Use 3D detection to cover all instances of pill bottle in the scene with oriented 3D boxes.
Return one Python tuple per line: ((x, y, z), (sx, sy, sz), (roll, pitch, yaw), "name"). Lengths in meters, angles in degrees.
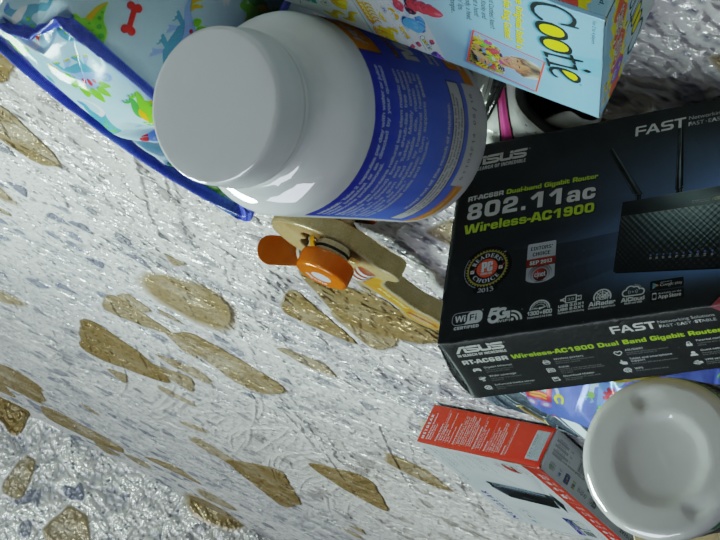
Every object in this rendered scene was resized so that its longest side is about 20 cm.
((0.238, 0.136, 1.238), (0.113, 0.113, 0.200), (19, -179, 23), "pill bottle")
((-0.022, -0.085, 0.955), (0.112, 0.112, 0.200), (15, -173, 31), "pill bottle")

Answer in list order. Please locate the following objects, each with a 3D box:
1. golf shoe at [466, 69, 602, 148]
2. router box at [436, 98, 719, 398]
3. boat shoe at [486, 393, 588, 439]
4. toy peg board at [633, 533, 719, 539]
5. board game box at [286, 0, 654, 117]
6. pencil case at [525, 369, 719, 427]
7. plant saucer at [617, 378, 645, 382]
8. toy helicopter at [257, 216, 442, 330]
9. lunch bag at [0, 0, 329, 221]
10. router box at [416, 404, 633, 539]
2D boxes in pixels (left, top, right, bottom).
((0.114, -0.084, 1.088), (0.092, 0.073, 0.200), (12, 157, 34), "golf shoe")
((0.151, -0.014, 0.996), (0.200, 0.150, 0.062), (-9, 140, 24), "router box")
((0.184, 0.111, 1.541), (0.200, 0.071, 0.091), (32, 164, 7), "boat shoe")
((0.329, 0.248, 1.349), (0.199, 0.201, 0.098), (-11, 169, 19), "toy peg board")
((0.051, -0.176, 0.872), (0.200, 0.103, 0.105), (23, 162, 14), "board game box")
((0.230, 0.097, 1.416), (0.200, 0.087, 0.078), (16, -158, 33), "pencil case")
((0.211, 0.016, 1.127), (0.200, 0.049, 0.200), (-11, 149, 23), "plant saucer")
((0.000, 0.000, 1.475), (0.200, 0.079, 0.132), (36, 161, -36), "toy helicopter")
((-0.094, -0.151, 1.037), (0.127, 0.170, 0.200), (8, 153, 47), "lunch bag")
((0.189, 0.224, 1.863), (0.179, 0.049, 0.200), (7, 153, 47), "router box")
